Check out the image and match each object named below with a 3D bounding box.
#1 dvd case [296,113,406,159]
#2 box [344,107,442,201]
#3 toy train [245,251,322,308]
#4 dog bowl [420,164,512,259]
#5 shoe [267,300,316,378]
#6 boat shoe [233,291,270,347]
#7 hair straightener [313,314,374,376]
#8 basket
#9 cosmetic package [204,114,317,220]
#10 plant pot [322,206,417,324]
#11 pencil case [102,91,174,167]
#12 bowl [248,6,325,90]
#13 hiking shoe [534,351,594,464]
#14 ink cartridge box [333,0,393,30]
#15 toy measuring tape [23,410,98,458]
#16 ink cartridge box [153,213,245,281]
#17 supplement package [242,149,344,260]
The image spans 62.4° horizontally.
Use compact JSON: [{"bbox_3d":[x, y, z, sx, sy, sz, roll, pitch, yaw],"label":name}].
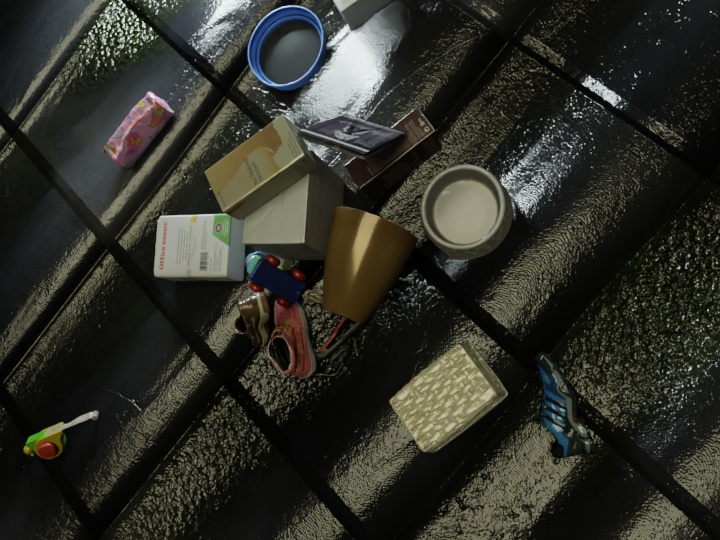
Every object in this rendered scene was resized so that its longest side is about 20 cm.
[{"bbox_3d":[-0.013,-0.266,1.169,0.147,0.200,0.016,22,120,19],"label":"dvd case"},{"bbox_3d":[0.072,-0.246,1.284,0.199,0.100,0.075,-38,72,8],"label":"box"},{"bbox_3d":[-0.165,0.028,1.326,0.085,0.199,0.116,-58,30,2],"label":"toy train"},{"bbox_3d":[0.216,-0.127,1.240,0.196,0.059,0.204,-3,80,17],"label":"dog bowl"},{"bbox_3d":[-0.161,0.135,1.291,0.071,0.091,0.203,-30,64,20],"label":"shoe"},{"bbox_3d":[-0.238,0.109,1.278,0.074,0.203,0.076,-13,60,-18],"label":"boat shoe"},{"bbox_3d":[-0.037,0.160,1.286,0.077,0.041,0.200,43,96,19],"label":"hair straightener"},{"bbox_3d":[0.169,0.249,1.162,0.199,0.123,0.136,-41,71,9],"label":"basket"},{"bbox_3d":[-0.196,-0.199,1.167,0.199,0.071,0.106,-34,73,11],"label":"cosmetic package"},{"bbox_3d":[0.000,0.000,1.217,0.184,0.186,0.203,18,85,19],"label":"plant pot"},{"bbox_3d":[-0.566,-0.356,1.519,0.087,0.087,0.201,42,96,19],"label":"pencil case"},{"bbox_3d":[-0.174,-0.531,1.432,0.197,0.039,0.205,-3,80,17],"label":"bowl"},{"bbox_3d":[0.364,0.256,1.122,0.086,0.074,0.203,-24,75,12],"label":"hiking shoe"},{"bbox_3d":[-0.018,-0.697,1.390,0.145,0.084,0.202,-31,73,11],"label":"ink cartridge box"},{"bbox_3d":[-0.731,0.413,1.470,0.197,0.074,0.075,-22,75,-5],"label":"toy measuring tape"},{"bbox_3d":[-0.378,-0.051,1.407,0.196,0.084,0.148,0,81,18],"label":"ink cartridge box"},{"bbox_3d":[-0.139,-0.132,1.281,0.144,0.200,0.195,1,81,18],"label":"supplement package"}]
